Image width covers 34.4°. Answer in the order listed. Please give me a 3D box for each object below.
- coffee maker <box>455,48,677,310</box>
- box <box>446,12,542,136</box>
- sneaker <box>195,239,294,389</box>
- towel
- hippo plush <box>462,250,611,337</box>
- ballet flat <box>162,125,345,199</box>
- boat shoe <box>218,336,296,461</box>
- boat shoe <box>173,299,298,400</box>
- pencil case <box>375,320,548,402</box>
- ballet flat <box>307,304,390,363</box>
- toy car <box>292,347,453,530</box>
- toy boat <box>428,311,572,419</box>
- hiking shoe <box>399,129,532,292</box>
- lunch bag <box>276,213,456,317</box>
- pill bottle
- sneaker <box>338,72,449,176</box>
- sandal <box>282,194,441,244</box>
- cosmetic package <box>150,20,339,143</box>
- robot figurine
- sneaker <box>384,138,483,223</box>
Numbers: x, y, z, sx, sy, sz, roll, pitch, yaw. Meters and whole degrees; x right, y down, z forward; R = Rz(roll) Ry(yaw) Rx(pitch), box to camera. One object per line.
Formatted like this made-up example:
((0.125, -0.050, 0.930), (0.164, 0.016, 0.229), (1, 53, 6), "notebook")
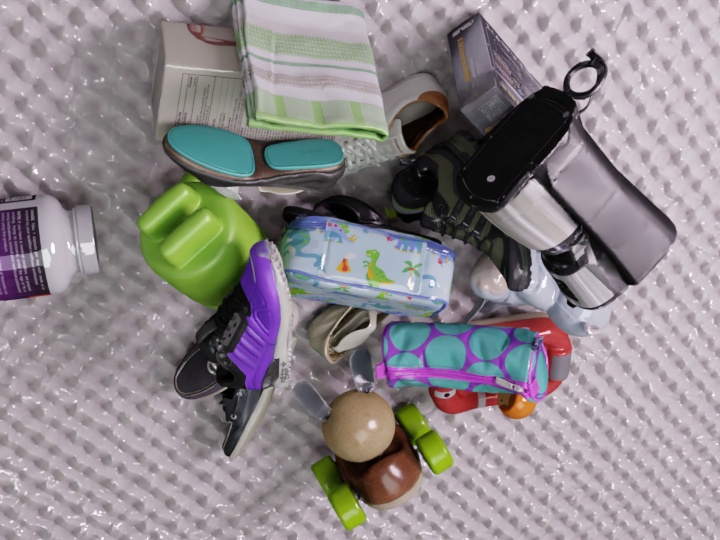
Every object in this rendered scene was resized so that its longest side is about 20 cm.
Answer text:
((0.232, -0.081, 1.195), (0.192, 0.135, 0.200), (-36, 124, 24), "coffee maker")
((0.180, -0.172, 1.304), (0.048, 0.159, 0.200), (-33, 125, 24), "box")
((-0.126, 0.058, 1.236), (0.099, 0.070, 0.200), (-6, 131, -11), "sneaker")
((-0.052, -0.215, 1.195), (0.149, 0.200, 0.031), (2, 138, -16), "towel")
((0.227, 0.021, 1.406), (0.161, 0.159, 0.200), (29, 113, 17), "hippo plush")
((-0.114, -0.106, 1.230), (0.199, 0.068, 0.068), (5, 142, -18), "ballet flat")
((-0.147, 0.153, 1.477), (0.066, 0.075, 0.200), (28, 122, 5), "boat shoe")
((-0.165, 0.092, 1.407), (0.200, 0.073, 0.063), (-37, 164, 22), "boat shoe")
((0.125, 0.109, 1.414), (0.199, 0.092, 0.085), (3, 121, 18), "pencil case")
((0.020, 0.044, 1.452), (0.200, 0.070, 0.069), (-41, 122, 11), "ballet flat")
((-0.004, 0.198, 1.495), (0.164, 0.158, 0.200), (-31, 116, -6), "toy car")
((0.188, 0.141, 1.513), (0.199, 0.131, 0.131), (-8, 127, -10), "toy boat")
((0.120, -0.055, 1.311), (0.100, 0.200, 0.076), (-24, 161, -3), "hiking shoe")
((0.000, 0.000, 1.339), (0.199, 0.161, 0.083), (11, 77, -6), "lunch bag")
((-0.391, -0.022, 1.274), (0.199, 0.113, 0.113), (-7, 122, -10), "pill bottle")
((0.010, -0.151, 1.320), (0.200, 0.085, 0.073), (-32, 125, 8), "sneaker")
((0.002, -0.056, 1.392), (0.200, 0.075, 0.048), (13, 77, -19), "sandal")
((-0.119, -0.195, 1.248), (0.199, 0.087, 0.104), (3, 133, -18), "cosmetic package")
((-0.169, -0.025, 1.298), (0.116, 0.175, 0.200), (-44, 154, -1), "robot figurine")
((0.125, -0.104, 1.403), (0.199, 0.072, 0.083), (-11, 151, -9), "sneaker")
